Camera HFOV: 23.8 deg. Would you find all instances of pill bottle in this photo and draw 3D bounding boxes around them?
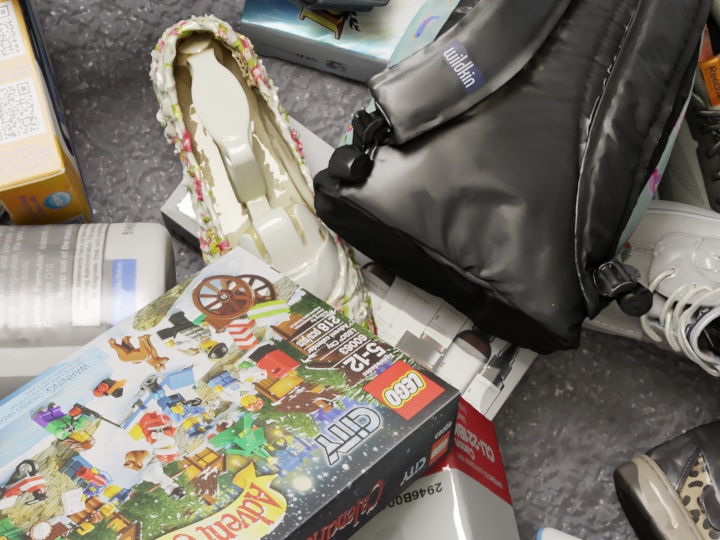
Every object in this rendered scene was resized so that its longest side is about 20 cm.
[{"bbox_3d":[-0.190,0.035,0.833,0.197,0.114,0.115,-1,78,-2],"label":"pill bottle"}]

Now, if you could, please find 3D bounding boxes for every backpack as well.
[{"bbox_3d":[0.077,-0.081,0.816,0.166,0.126,0.201,32,75,-16],"label":"backpack"}]

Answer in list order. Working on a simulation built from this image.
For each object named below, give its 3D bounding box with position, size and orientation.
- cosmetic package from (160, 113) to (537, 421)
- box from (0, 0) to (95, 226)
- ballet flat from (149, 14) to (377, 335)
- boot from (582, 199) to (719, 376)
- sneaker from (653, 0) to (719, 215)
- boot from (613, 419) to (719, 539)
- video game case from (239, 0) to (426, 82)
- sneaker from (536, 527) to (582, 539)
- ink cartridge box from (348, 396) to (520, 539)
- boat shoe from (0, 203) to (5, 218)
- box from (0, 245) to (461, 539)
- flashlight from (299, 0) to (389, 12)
[{"bbox_3d":[0.000,0.000,0.879,0.199,0.051,0.083,36,78,6],"label":"cosmetic package"},{"bbox_3d":[-0.182,-0.122,0.864,0.041,0.119,0.202,-14,79,-4],"label":"box"},{"bbox_3d":[-0.052,-0.035,0.827,0.075,0.064,0.202,-27,81,-6],"label":"ballet flat"},{"bbox_3d":[0.165,0.013,0.828,0.198,0.096,0.075,3,107,22],"label":"boot"},{"bbox_3d":[0.183,-0.065,0.884,0.073,0.079,0.202,-20,83,-7],"label":"sneaker"},{"bbox_3d":[0.237,0.143,0.847,0.150,0.073,0.201,-34,75,-8],"label":"boot"},{"bbox_3d":[0.046,-0.194,0.925,0.179,0.045,0.202,15,78,2],"label":"video game case"},{"bbox_3d":[0.064,0.213,0.826,0.082,0.074,0.200,40,85,23],"label":"sneaker"},{"bbox_3d":[0.004,0.172,0.779,0.143,0.084,0.202,-20,63,17],"label":"ink cartridge box"},{"bbox_3d":[-0.281,-0.037,0.868,0.197,0.069,0.073,1,78,-2],"label":"boat shoe"},{"bbox_3d":[-0.071,0.078,0.711,0.136,0.038,0.199,31,46,27],"label":"box"},{"bbox_3d":[-0.078,-0.156,0.821,0.198,0.068,0.069,4,96,-26],"label":"flashlight"}]
